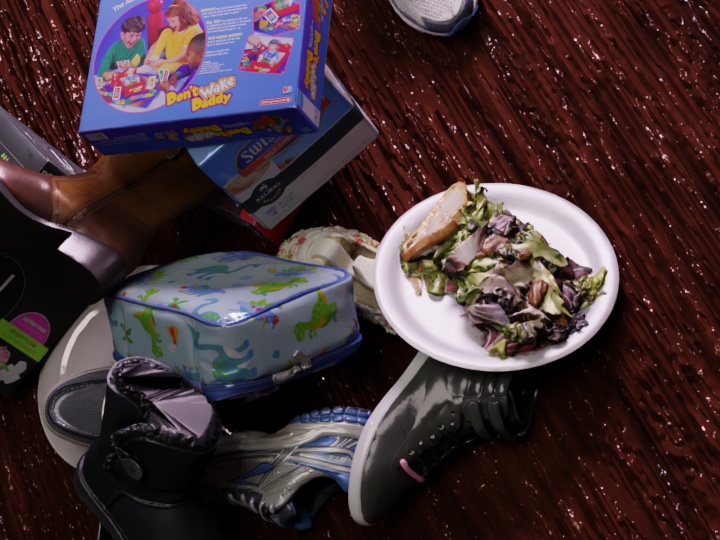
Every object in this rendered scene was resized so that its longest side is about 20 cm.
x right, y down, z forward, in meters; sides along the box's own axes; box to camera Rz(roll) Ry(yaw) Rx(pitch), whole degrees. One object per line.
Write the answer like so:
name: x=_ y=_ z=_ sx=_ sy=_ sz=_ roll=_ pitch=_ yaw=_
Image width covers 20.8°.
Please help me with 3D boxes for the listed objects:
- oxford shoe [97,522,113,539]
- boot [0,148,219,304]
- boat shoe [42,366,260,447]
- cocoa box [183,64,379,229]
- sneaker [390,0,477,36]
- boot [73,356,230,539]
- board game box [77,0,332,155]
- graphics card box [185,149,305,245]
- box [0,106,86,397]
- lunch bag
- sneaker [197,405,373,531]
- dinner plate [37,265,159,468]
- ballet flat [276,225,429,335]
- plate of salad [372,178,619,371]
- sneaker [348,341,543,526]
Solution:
oxford shoe: x=-0.195 y=0.274 z=1.639 sx=0.071 sy=0.072 sz=0.202 roll=-18 pitch=61 yaw=20
boot: x=-0.235 y=-0.086 z=1.671 sx=0.187 sy=0.069 sz=0.200 roll=32 pitch=45 yaw=8
boat shoe: x=-0.192 y=0.114 z=1.671 sx=0.198 sy=0.093 sz=0.076 roll=-3 pitch=82 yaw=15
cocoa box: x=-0.104 y=-0.165 z=1.690 sx=0.133 sy=0.131 sz=0.201 roll=-39 pitch=56 yaw=5
sneaker: x=0.027 y=-0.289 z=1.742 sx=0.077 sy=0.085 sz=0.201 roll=-43 pitch=66 yaw=14
boot: x=-0.143 y=0.179 z=1.563 sx=0.200 sy=0.169 sz=0.076 roll=45 pitch=53 yaw=12
board game box: x=-0.125 y=-0.172 z=1.596 sx=0.198 sy=0.045 sz=0.136 roll=-4 pitch=66 yaw=24
graphics card box: x=-0.124 y=-0.118 z=1.789 sx=0.199 sy=0.051 sz=0.126 roll=27 pitch=82 yaw=35
box: x=-0.326 y=-0.018 z=1.787 sx=0.200 sy=0.148 sz=0.124 roll=-49 pitch=46 yaw=0
lunch bag: x=-0.103 y=0.040 z=1.626 sx=0.199 sy=0.160 sz=0.083 roll=11 pitch=116 yaw=49
sneaker: x=-0.076 y=0.175 z=1.620 sx=0.198 sy=0.077 sz=0.086 roll=-18 pitch=68 yaw=23
dinner plate: x=-0.211 y=0.086 z=1.763 sx=0.198 sy=0.024 sz=0.202 roll=-12 pitch=64 yaw=25
ballet flat: x=0.000 y=0.000 z=1.661 sx=0.199 sy=0.064 sz=0.076 roll=22 pitch=74 yaw=34
plate of salad: x=0.108 y=-0.004 z=1.573 sx=0.198 sy=0.048 sz=0.201 roll=-1 pitch=48 yaw=1
sneaker: x=0.071 y=0.127 z=1.560 sx=0.099 sy=0.071 sz=0.201 roll=25 pitch=78 yaw=39
